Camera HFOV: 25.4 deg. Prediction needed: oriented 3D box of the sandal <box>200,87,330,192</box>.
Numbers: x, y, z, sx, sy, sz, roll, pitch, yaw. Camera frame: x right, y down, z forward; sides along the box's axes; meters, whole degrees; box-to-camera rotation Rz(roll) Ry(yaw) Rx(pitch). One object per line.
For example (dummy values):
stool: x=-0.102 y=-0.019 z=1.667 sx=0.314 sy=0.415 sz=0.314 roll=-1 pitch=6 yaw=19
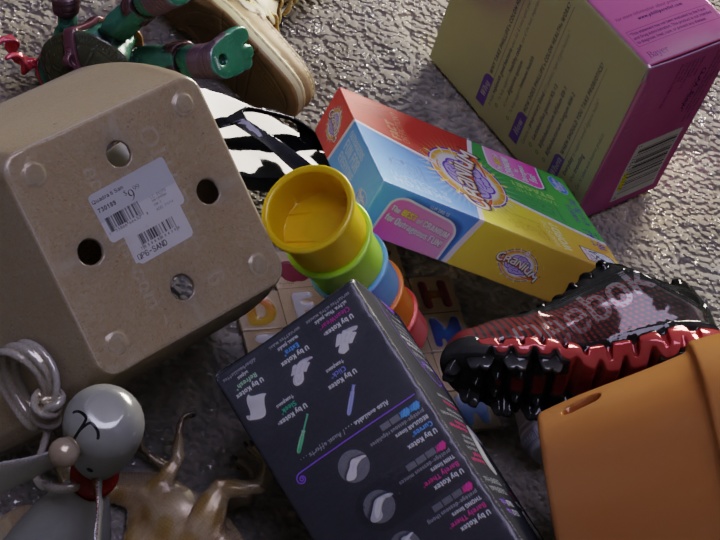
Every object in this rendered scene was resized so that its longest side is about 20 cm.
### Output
sandal: x=-0.051 y=-0.087 z=1.151 sx=0.200 sy=0.043 sz=0.076 roll=20 pitch=44 yaw=-28

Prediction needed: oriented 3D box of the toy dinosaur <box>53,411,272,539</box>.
toy dinosaur: x=-0.097 y=0.155 z=0.996 sx=0.200 sy=0.058 sz=0.101 roll=29 pitch=65 yaw=17

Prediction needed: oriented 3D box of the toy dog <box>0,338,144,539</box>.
toy dog: x=-0.180 y=0.149 z=0.882 sx=0.132 sy=0.200 sz=0.096 roll=21 pitch=37 yaw=31

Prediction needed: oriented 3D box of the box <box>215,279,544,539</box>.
box: x=0.019 y=0.123 z=0.961 sx=0.106 sy=0.122 sz=0.200 roll=-35 pitch=72 yaw=5

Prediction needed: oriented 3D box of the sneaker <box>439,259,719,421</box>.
sneaker: x=0.146 y=0.043 z=1.058 sx=0.200 sy=0.071 sz=0.098 roll=-3 pitch=52 yaw=-10

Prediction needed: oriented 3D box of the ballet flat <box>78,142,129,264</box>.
ballet flat: x=-0.157 y=-0.078 z=1.139 sx=0.068 sy=0.072 sz=0.200 roll=23 pitch=50 yaw=9

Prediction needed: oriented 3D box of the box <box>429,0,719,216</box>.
box: x=0.167 y=-0.175 z=1.240 sx=0.097 sy=0.176 sz=0.200 roll=-23 pitch=61 yaw=-29

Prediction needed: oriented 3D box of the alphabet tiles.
alphabet tiles: x=0.004 y=0.063 z=1.117 sx=0.166 sy=0.006 sz=0.200 roll=-5 pitch=54 yaw=-19

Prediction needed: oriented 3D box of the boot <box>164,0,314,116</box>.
boot: x=-0.064 y=-0.217 z=1.275 sx=0.155 sy=0.073 sz=0.200 roll=-29 pitch=60 yaw=-29

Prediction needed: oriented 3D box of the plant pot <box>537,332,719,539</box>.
plant pot: x=0.186 y=0.142 z=0.961 sx=0.140 sy=0.200 sz=0.200 roll=-9 pitch=52 yaw=8

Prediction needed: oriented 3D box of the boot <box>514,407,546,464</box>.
boot: x=0.198 y=0.074 z=1.119 sx=0.200 sy=0.074 sz=0.096 roll=-3 pitch=58 yaw=-18

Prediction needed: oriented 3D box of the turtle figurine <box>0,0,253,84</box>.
turtle figurine: x=-0.181 y=-0.169 z=1.173 sx=0.150 sy=0.200 sz=0.101 roll=40 pitch=58 yaw=-40

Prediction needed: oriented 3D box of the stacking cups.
stacking cups: x=0.000 y=0.000 z=1.037 sx=0.060 sy=0.200 sz=0.061 roll=-8 pitch=65 yaw=17

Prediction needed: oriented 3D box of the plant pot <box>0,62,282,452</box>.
plant pot: x=-0.165 y=-0.017 z=0.969 sx=0.200 sy=0.177 sz=0.200 roll=-30 pitch=101 yaw=-33

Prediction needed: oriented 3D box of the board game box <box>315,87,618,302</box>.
board game box: x=0.076 y=-0.048 z=1.131 sx=0.200 sy=0.040 sz=0.153 roll=20 pitch=24 yaw=-24
